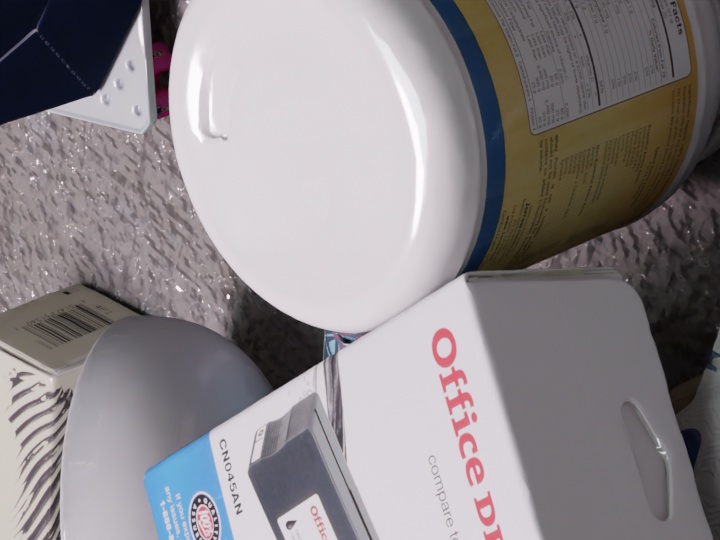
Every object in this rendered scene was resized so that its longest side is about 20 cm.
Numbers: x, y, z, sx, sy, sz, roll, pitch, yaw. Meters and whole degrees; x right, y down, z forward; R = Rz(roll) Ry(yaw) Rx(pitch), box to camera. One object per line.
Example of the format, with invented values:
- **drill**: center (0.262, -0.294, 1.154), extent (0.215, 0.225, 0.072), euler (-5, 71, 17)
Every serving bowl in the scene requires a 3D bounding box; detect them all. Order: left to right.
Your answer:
- **serving bowl**: center (-0.065, 0.117, 1.284), extent (0.065, 0.200, 0.201), euler (-7, 102, 17)

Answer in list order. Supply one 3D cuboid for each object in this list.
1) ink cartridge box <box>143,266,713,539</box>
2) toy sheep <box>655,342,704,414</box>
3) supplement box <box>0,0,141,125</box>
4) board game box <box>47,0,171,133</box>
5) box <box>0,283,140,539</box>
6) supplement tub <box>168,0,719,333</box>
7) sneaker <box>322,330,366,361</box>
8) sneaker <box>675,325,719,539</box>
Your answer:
- **ink cartridge box**: center (0.023, 0.102, 1.036), extent (0.200, 0.084, 0.145), euler (-33, 67, 44)
- **toy sheep**: center (0.075, 0.083, 1.154), extent (0.199, 0.138, 0.139), euler (-22, 90, 37)
- **supplement box**: center (-0.190, -0.196, 1.269), extent (0.200, 0.134, 0.200), euler (50, 134, 19)
- **board game box**: center (-0.166, -0.179, 1.369), extent (0.199, 0.026, 0.201), euler (15, 116, 41)
- **box**: center (-0.149, 0.116, 1.431), extent (0.068, 0.082, 0.201), euler (25, 123, 35)
- **supplement tub**: center (0.043, -0.071, 1.072), extent (0.144, 0.199, 0.146), euler (19, 118, 39)
- **sneaker**: center (0.000, 0.000, 1.221), extent (0.079, 0.095, 0.201), euler (31, 126, 34)
- **sneaker**: center (0.168, 0.062, 1.047), extent (0.080, 0.115, 0.200), euler (30, 94, 50)
